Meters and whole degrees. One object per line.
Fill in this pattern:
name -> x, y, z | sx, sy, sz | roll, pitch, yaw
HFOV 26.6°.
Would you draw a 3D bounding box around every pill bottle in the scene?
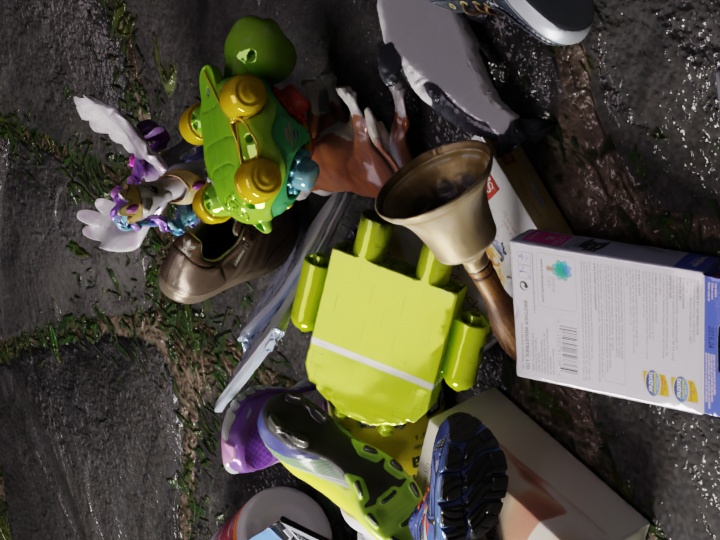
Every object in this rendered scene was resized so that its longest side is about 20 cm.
pill bottle -> 0.031, 0.183, 1.466 | 0.112, 0.112, 0.202 | 17, 121, 49
pill bottle -> -0.120, 0.334, 1.743 | 0.115, 0.114, 0.200 | 60, 144, 14

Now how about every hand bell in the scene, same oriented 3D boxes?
hand bell -> 0.100, 0.005, 1.247 | 0.104, 0.104, 0.201 | 10, 137, 51

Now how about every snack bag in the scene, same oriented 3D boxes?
snack bag -> -0.081, 0.031, 1.496 | 0.021, 0.201, 0.189 | 31, 142, -7

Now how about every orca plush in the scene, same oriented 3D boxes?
orca plush -> 0.087, -0.170, 1.283 | 0.200, 0.071, 0.106 | 38, 90, 24

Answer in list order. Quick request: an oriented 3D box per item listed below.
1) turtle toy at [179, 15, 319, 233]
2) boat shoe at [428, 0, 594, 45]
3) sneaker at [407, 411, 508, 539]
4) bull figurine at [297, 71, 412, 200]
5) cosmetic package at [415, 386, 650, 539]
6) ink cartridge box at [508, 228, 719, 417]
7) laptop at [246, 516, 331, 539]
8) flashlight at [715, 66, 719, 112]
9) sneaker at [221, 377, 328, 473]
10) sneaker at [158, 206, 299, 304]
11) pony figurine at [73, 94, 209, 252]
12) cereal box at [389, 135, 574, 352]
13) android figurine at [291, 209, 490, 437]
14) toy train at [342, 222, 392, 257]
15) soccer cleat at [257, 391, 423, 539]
turtle toy -> -0.096, -0.134, 1.390 | 0.145, 0.100, 0.202 | -16, 83, 62
boat shoe -> 0.108, -0.226, 1.203 | 0.201, 0.070, 0.091 | 57, 145, 30
sneaker -> 0.073, 0.208, 1.303 | 0.078, 0.075, 0.202 | 31, 128, 45
bull figurine -> -0.018, -0.119, 1.425 | 0.199, 0.065, 0.123 | 14, 115, 51
cosmetic package -> 0.146, 0.210, 1.343 | 0.200, 0.087, 0.104 | 40, 137, 36
ink cartridge box -> 0.212, 0.040, 1.185 | 0.199, 0.042, 0.120 | 11, 116, 36
laptop -> -0.051, 0.364, 1.597 | 0.199, 0.116, 0.188 | 14, 148, 51
flashlight -> 0.289, -0.046, 1.046 | 0.067, 0.068, 0.202 | -8, 106, 16
sneaker -> -0.060, 0.156, 1.525 | 0.088, 0.199, 0.081 | 11, 104, 32
sneaker -> -0.115, -0.034, 1.493 | 0.070, 0.200, 0.076 | 37, 130, 13
pony figurine -> -0.202, -0.101, 1.567 | 0.192, 0.199, 0.168 | 20, 122, 48
cereal box -> 0.102, -0.017, 1.332 | 0.145, 0.039, 0.200 | 60, 144, 13
android figurine -> 0.022, 0.052, 1.342 | 0.181, 0.041, 0.202 | 19, 113, 16
toy train -> 0.000, 0.000, 1.437 | 0.046, 0.034, 0.200 | 56, 163, 13
soccer cleat -> -0.013, 0.188, 1.399 | 0.200, 0.065, 0.084 | 41, 157, 9
